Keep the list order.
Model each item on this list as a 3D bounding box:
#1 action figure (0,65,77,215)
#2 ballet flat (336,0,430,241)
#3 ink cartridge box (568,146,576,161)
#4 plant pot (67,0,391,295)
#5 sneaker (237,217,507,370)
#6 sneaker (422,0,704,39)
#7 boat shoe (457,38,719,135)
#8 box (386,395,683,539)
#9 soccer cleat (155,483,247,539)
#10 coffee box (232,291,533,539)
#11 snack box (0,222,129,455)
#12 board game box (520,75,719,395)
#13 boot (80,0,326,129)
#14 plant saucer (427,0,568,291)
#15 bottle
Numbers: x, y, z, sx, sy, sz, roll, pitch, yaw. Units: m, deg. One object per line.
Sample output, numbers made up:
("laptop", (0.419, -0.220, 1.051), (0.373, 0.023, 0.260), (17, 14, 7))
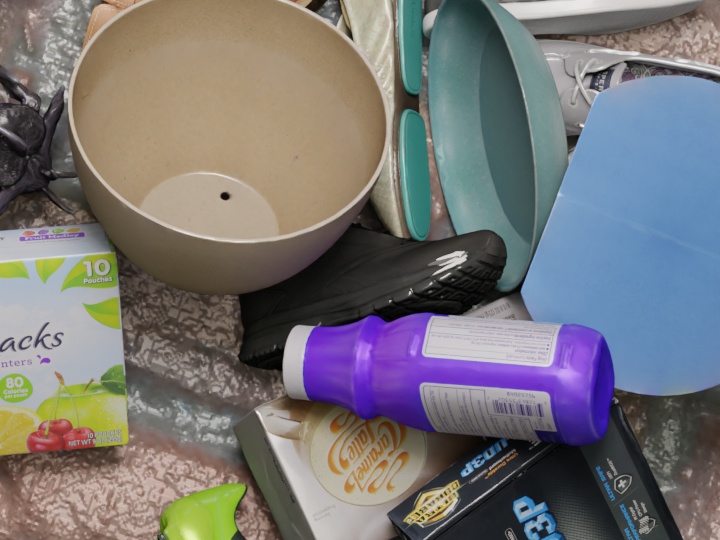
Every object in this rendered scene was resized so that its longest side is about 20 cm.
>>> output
("action figure", (-0.271, -0.098, 1.565), (0.200, 0.102, 0.119), (33, 73, -13))
("ballet flat", (0.012, -0.110, 1.627), (0.062, 0.067, 0.200), (-5, 78, 21))
("ink cartridge box", (0.217, -0.027, 1.597), (0.200, 0.125, 0.129), (-5, 86, -7))
("plant pot", (-0.090, -0.061, 1.522), (0.200, 0.135, 0.201), (6, 54, -8))
("sneaker", (0.000, 0.000, 1.564), (0.200, 0.076, 0.091), (-18, 71, 23))
("sneaker", (0.137, -0.214, 1.642), (0.200, 0.071, 0.099), (-4, 80, -9))
("boat shoe", (0.168, -0.121, 1.632), (0.200, 0.069, 0.072), (11, 83, -2))
("box", (0.125, 0.185, 1.546), (0.159, 0.046, 0.200), (-35, 126, -10))
("soccer cleat", (-0.064, 0.234, 1.565), (0.081, 0.068, 0.200), (-25, 86, -23))
("coffee box", (0.034, 0.107, 1.566), (0.200, 0.080, 0.115), (-23, 83, -18))
("snack box", (-0.253, 0.049, 1.539), (0.200, 0.053, 0.143), (-5, 115, -8))
("board game box", (0.191, -0.022, 1.511), (0.158, 0.039, 0.200), (20, 92, -11))
("boot", (-0.096, -0.200, 1.613), (0.154, 0.074, 0.200), (17, 78, 0))
("plant saucer", (0.093, -0.087, 1.557), (0.036, 0.200, 0.200), (-9, 84, -15))
("bottle", (0.053, 0.064, 1.472), (0.200, 0.084, 0.065), (4, 62, 18))
